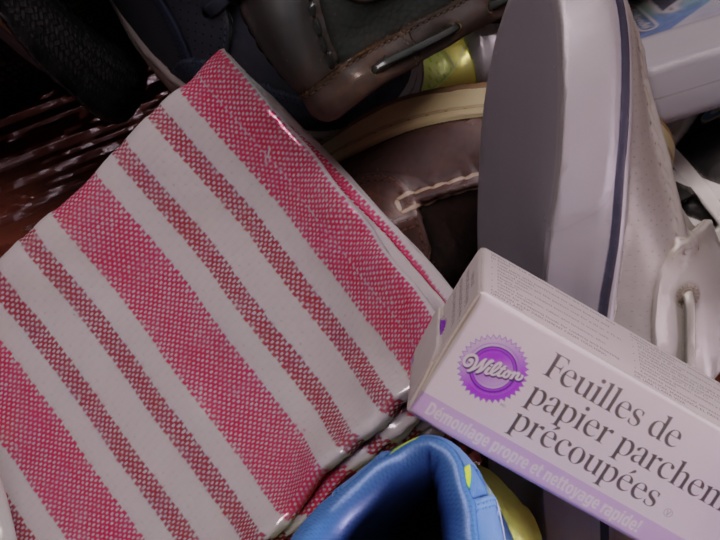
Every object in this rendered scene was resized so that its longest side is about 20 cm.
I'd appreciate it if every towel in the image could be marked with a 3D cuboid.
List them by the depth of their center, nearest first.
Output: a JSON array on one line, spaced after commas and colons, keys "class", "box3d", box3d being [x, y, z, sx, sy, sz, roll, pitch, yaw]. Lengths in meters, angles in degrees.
[{"class": "towel", "box3d": [-0.073, 0.044, 0.850, 0.200, 0.030, 0.146, -43, 54, 0]}]

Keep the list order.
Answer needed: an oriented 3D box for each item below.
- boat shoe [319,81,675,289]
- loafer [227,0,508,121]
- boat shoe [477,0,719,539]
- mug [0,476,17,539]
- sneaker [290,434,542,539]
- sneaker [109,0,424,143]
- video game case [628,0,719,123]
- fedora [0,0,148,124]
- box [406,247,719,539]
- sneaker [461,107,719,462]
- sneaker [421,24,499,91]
[{"class": "boat shoe", "box3d": [0.000, 0.000, 0.896, 0.199, 0.072, 0.072, -12, 59, 19]}, {"class": "loafer", "box3d": [0.044, -0.088, 0.904, 0.199, 0.072, 0.063, -17, 79, -38]}, {"class": "boat shoe", "box3d": [0.075, 0.013, 0.829, 0.070, 0.201, 0.071, -6, 12, -16]}, {"class": "mug", "box3d": [-0.202, 0.081, 0.808, 0.199, 0.178, 0.134, -22, 86, 6]}, {"class": "sneaker", "box3d": [-0.016, 0.126, 0.753, 0.075, 0.105, 0.201, 16, 65, 17]}, {"class": "sneaker", "box3d": [-0.066, -0.127, 0.910, 0.077, 0.146, 0.202, -43, 71, -6]}, {"class": "video game case", "box3d": [0.149, -0.111, 0.981, 0.182, 0.022, 0.200, -17, 23, -7]}, {"class": "fedora", "box3d": [-0.161, -0.109, 0.980, 0.092, 0.201, 0.201, -39, 50, 9]}, {"class": "box", "box3d": [0.106, 0.063, 0.783, 0.199, 0.039, 0.041, 29, 16, -8]}, {"class": "sneaker", "box3d": [0.097, -0.014, 0.924, 0.072, 0.073, 0.200, 34, 58, 27]}, {"class": "sneaker", "box3d": [-0.040, -0.101, 1.011, 0.200, 0.078, 0.090, 32, 66, 33]}]
